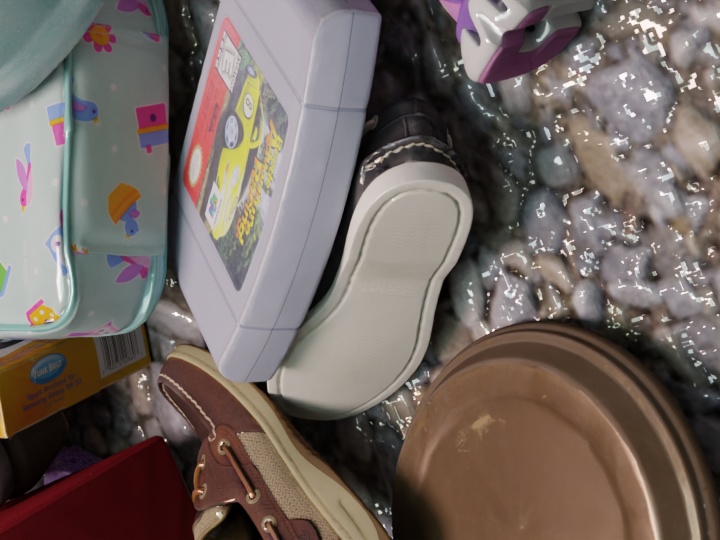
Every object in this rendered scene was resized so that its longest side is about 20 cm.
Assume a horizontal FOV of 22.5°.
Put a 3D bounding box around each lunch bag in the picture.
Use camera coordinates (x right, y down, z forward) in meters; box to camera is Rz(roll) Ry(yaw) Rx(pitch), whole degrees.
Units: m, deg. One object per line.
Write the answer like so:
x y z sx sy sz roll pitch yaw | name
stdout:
-0.174 -0.064 0.943 0.160 0.077 0.201 -4 85 43 | lunch bag

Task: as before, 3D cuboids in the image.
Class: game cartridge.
-0.046 -0.055 0.864 0.133 0.041 0.201 54 135 48 | game cartridge

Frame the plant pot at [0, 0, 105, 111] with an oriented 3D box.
-0.220 -0.185 0.863 0.200 0.134 0.201 -15 64 33 | plant pot

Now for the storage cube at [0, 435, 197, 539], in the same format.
-0.180 0.217 0.977 0.200 0.180 0.172 -26 91 41 | storage cube

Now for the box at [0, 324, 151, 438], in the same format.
-0.232 0.050 1.028 0.199 0.119 0.042 4 109 34 | box

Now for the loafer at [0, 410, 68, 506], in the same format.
-0.223 0.107 1.068 0.200 0.071 0.073 -4 107 60 | loafer

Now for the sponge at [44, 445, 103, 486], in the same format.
-0.103 0.191 1.046 0.199 0.030 0.112 25 120 27 | sponge

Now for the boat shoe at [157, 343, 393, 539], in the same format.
-0.058 0.112 0.921 0.200 0.072 0.072 43 164 37 | boat shoe

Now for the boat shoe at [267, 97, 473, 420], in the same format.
0.000 0.000 0.879 0.200 0.073 0.061 111 158 -49 | boat shoe

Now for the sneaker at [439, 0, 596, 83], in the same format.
0.082 -0.173 0.749 0.089 0.080 0.200 51 130 18 | sneaker

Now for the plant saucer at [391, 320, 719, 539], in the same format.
0.082 0.124 0.850 0.199 0.029 0.201 3 94 46 | plant saucer
